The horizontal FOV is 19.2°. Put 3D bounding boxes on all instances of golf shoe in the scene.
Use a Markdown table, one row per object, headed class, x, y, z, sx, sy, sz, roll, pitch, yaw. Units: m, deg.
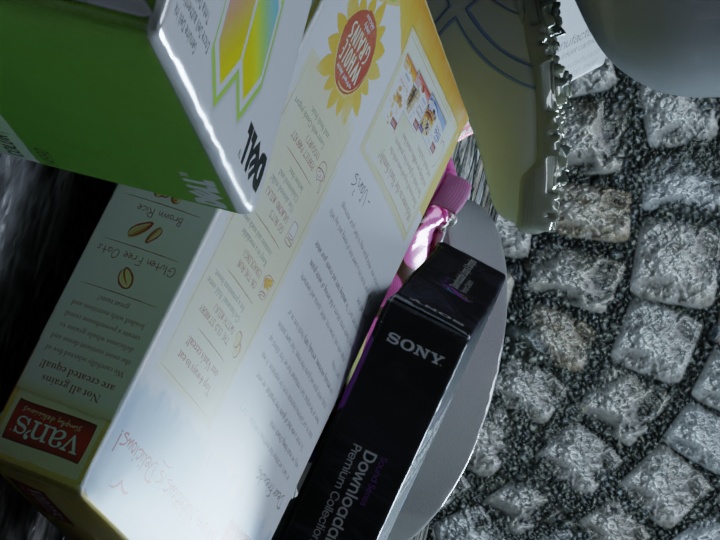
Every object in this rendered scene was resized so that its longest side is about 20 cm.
| class | x | y | z | sx | sy | sz | roll | pitch | yaw |
| --- | --- | --- | --- | --- | --- | --- | --- | --- | --- |
| golf shoe | 0.034 | -0.109 | 0.866 | 0.078 | 0.096 | 0.202 | 5 | 75 | -83 |

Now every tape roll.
| class | x | y | z | sx | sy | sz | roll | pitch | yaw |
| --- | --- | --- | --- | --- | --- | --- | --- | --- | --- |
| tape roll | 0.018 | 0.053 | 1.182 | 0.203 | 0.037 | 0.204 | -164 | -90 | -69 |

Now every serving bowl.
| class | x | y | z | sx | sy | sz | roll | pitch | yaw |
| --- | --- | --- | --- | --- | --- | --- | --- | --- | --- |
| serving bowl | 0.105 | -0.164 | 0.853 | 0.200 | 0.065 | 0.202 | -10 | 90 | -82 |

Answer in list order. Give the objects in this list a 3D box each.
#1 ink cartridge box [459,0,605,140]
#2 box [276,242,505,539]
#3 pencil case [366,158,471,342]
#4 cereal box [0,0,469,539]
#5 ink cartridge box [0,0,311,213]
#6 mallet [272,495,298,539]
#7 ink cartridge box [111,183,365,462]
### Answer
| class | x | y | z | sx | sy | sz | roll | pitch | yaw |
| --- | --- | --- | --- | --- | --- | --- | --- | --- | --- |
| ink cartridge box | 0.063 | -0.175 | 1.002 | 0.145 | 0.085 | 0.201 | -30 | 140 | -39 |
| box | -0.006 | 0.093 | 0.779 | 0.143 | 0.036 | 0.201 | -45 | 159 | -78 |
| pencil case | 0.000 | 0.000 | 1.030 | 0.200 | 0.093 | 0.091 | 95 | 13 | -60 |
| cereal box | -0.033 | -0.002 | 0.650 | 0.201 | 0.039 | 0.144 | -64 | 158 | -18 |
| ink cartridge box | -0.064 | -0.036 | 0.444 | 0.148 | 0.075 | 0.202 | 73 | 31 | -78 |
| mallet | -0.030 | 0.194 | 0.929 | 0.066 | 0.041 | 0.202 | -75 | 171 | -69 |
| ink cartridge box | -0.036 | -0.006 | 0.764 | 0.198 | 0.047 | 0.201 | 61 | 41 | -65 |
